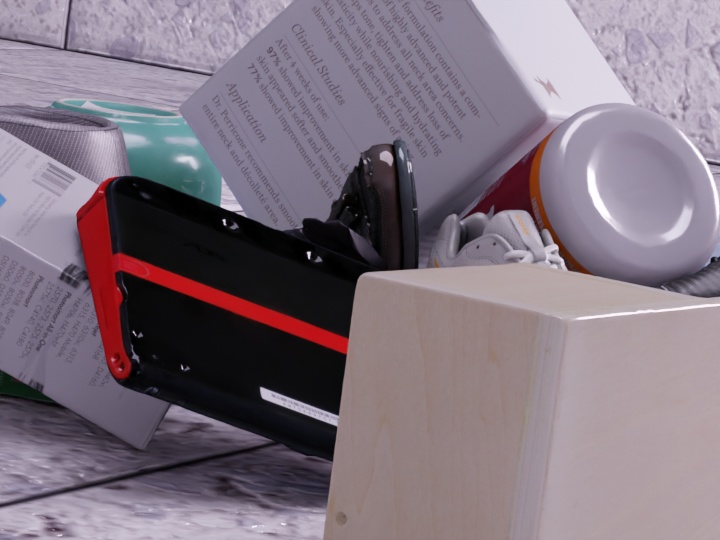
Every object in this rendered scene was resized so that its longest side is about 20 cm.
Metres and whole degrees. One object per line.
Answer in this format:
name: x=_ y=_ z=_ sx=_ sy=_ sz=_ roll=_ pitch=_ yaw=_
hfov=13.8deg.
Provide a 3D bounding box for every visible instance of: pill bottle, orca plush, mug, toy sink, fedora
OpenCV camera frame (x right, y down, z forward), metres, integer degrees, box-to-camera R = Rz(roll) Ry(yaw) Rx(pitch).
pill bottle: x=0.112 y=-0.007 z=1.708 sx=0.113 sy=0.113 sz=0.200 roll=4 pitch=-25 yaw=-25
orca plush: x=-0.064 y=0.026 z=1.672 sx=0.200 sy=0.071 sz=0.105 roll=-14 pitch=-12 yaw=37
mug: x=-0.182 y=-0.055 z=1.998 sx=0.185 sy=0.115 sz=0.152 roll=2 pitch=9 yaw=-39
toy sink: x=0.083 y=0.068 z=1.298 sx=0.112 sy=0.131 sz=0.200 roll=12 pitch=10 yaw=33
fedora: x=-0.206 y=-0.046 z=1.666 sx=0.200 sy=0.090 sz=0.177 roll=-2 pitch=5 yaw=25

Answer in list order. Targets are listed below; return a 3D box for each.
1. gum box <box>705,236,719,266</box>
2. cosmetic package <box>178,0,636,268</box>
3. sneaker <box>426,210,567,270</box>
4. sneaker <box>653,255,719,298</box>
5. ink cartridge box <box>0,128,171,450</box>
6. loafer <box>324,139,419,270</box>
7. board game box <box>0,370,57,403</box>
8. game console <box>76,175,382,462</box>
gum box: x=0.261 y=0.021 z=1.718 sx=0.200 sy=0.045 sz=0.170 roll=-13 pitch=21 yaw=0
cosmetic package: x=0.036 y=-0.092 z=1.831 sx=0.167 sy=0.200 sz=0.166 roll=58 pitch=23 yaw=19
sneaker: x=0.087 y=0.017 z=1.576 sx=0.076 sy=0.092 sz=0.200 roll=2 pitch=10 yaw=-33
sneaker: x=0.221 y=0.003 z=1.613 sx=0.200 sy=0.091 sz=0.067 roll=-10 pitch=-32 yaw=-8
ink cartridge box: x=-0.132 y=0.016 z=1.482 sx=0.200 sy=0.067 sz=0.116 roll=30 pitch=22 yaw=-1
loafer: x=0.000 y=0.000 z=1.698 sx=0.063 sy=0.072 sz=0.200 roll=-4 pitch=-34 yaw=-3
board game box: x=-0.199 y=0.039 z=1.606 sx=0.200 sy=0.029 sz=0.135 roll=10 pitch=7 yaw=13
game console: x=-0.040 y=0.034 z=1.440 sx=0.200 sy=0.031 sz=0.177 roll=21 pitch=29 yaw=-23
